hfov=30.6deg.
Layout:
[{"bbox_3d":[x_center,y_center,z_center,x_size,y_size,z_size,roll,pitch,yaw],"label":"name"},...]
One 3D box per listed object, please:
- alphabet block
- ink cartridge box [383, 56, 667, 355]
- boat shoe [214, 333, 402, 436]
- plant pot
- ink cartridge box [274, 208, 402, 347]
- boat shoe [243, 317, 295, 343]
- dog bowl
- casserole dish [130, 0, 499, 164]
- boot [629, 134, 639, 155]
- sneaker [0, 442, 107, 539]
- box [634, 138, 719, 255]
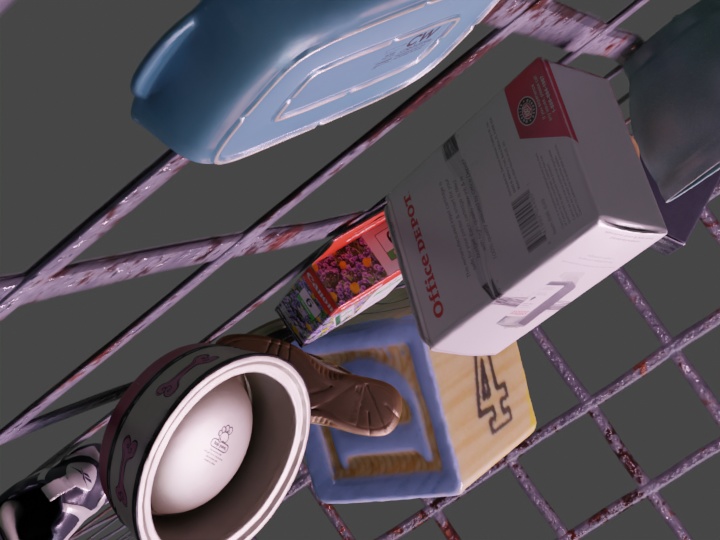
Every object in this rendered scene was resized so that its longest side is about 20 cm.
[{"bbox_3d":[0.055,0.130,1.472,0.195,0.197,0.200,-9,-171,32],"label":"alphabet block"},{"bbox_3d":[0.119,-0.042,1.012,0.085,0.146,0.200,8,146,-39],"label":"ink cartridge box"},{"bbox_3d":[-0.060,0.113,1.259,0.066,0.200,0.074,-6,-117,65],"label":"boat shoe"},{"bbox_3d":[0.331,-0.175,1.236,0.200,0.134,0.200,-34,173,-5],"label":"plant pot"},{"bbox_3d":[0.000,0.000,1.192,0.109,0.050,0.200,-31,174,-25],"label":"ink cartridge box"},{"bbox_3d":[-0.138,0.121,1.298,0.200,0.065,0.073,-36,172,-1],"label":"boat shoe"},{"bbox_3d":[-0.137,0.151,1.125,0.200,0.074,0.201,-28,130,-40],"label":"dog bowl"},{"bbox_3d":[-0.006,-0.098,0.544,0.200,0.039,0.121,-30,172,-42],"label":"casserole dish"},{"bbox_3d":[0.145,-0.072,1.144,0.200,0.074,0.155,-46,-153,19],"label":"boot"},{"bbox_3d":[-0.322,0.249,1.245,0.199,0.080,0.130,-38,171,20],"label":"sneaker"},{"bbox_3d":[0.363,-0.131,1.513,0.200,0.104,0.182,-63,171,1],"label":"box"}]
